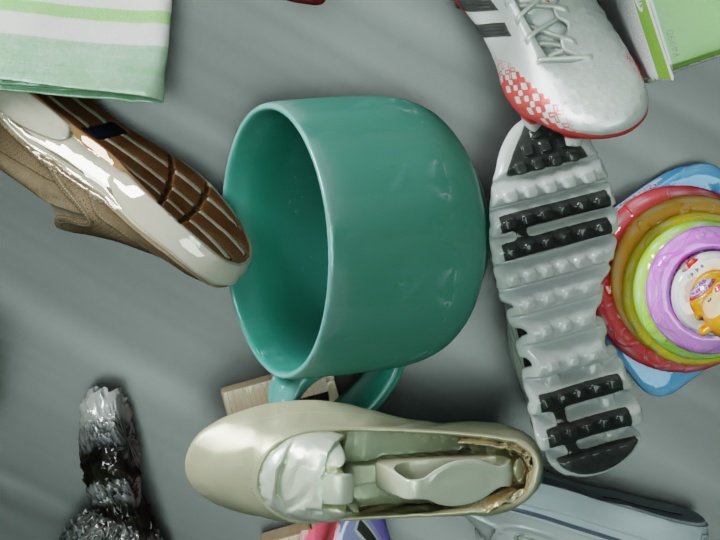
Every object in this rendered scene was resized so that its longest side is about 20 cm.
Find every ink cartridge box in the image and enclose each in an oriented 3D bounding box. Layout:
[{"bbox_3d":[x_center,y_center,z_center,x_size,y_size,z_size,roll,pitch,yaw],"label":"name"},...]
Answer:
[{"bbox_3d":[0.166,-0.181,1.306,0.075,0.200,0.149,-18,96,1],"label":"ink cartridge box"}]

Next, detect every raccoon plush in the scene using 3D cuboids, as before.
[{"bbox_3d":[-0.178,0.182,1.416,0.133,0.097,0.201,-15,67,14],"label":"raccoon plush"}]

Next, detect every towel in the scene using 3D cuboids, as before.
[{"bbox_3d":[-0.178,-0.198,1.358,0.151,0.023,0.201,4,77,-3],"label":"towel"}]

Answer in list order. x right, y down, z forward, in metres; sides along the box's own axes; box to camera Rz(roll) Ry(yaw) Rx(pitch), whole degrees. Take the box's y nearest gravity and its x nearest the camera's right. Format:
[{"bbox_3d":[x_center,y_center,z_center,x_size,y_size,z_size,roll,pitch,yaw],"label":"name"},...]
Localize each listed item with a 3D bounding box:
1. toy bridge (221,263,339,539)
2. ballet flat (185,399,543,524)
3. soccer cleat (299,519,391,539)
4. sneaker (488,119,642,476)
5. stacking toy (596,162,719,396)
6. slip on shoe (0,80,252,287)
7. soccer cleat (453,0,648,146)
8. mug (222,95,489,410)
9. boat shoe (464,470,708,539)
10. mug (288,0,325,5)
[{"bbox_3d":[-0.048,0.068,1.415,0.067,0.027,0.201,-15,96,-2],"label":"toy bridge"},{"bbox_3d":[0.006,0.108,1.314,0.198,0.069,0.070,-1,96,-9],"label":"ballet flat"},{"bbox_3d":[-0.002,0.205,1.386,0.076,0.067,0.201,9,94,-7],"label":"soccer cleat"},{"bbox_3d":[0.105,0.012,1.348,0.075,0.081,0.202,-8,98,-9],"label":"sneaker"},{"bbox_3d":[0.188,0.012,1.326,0.116,0.200,0.110,-36,96,2],"label":"stacking toy"},{"bbox_3d":[-0.146,-0.045,1.360,0.200,0.076,0.061,37,111,15],"label":"slip on shoe"},{"bbox_3d":[0.096,-0.143,1.317,0.068,0.200,0.086,-19,132,-10],"label":"soccer cleat"},{"bbox_3d":[-0.002,-0.011,1.355,0.114,0.185,0.153,-6,58,-25],"label":"mug"},{"bbox_3d":[0.103,0.152,1.403,0.199,0.074,0.067,16,95,-3],"label":"boat shoe"},{"bbox_3d":[-0.019,-0.246,1.296,0.133,0.200,0.178,41,94,-5],"label":"mug"}]
